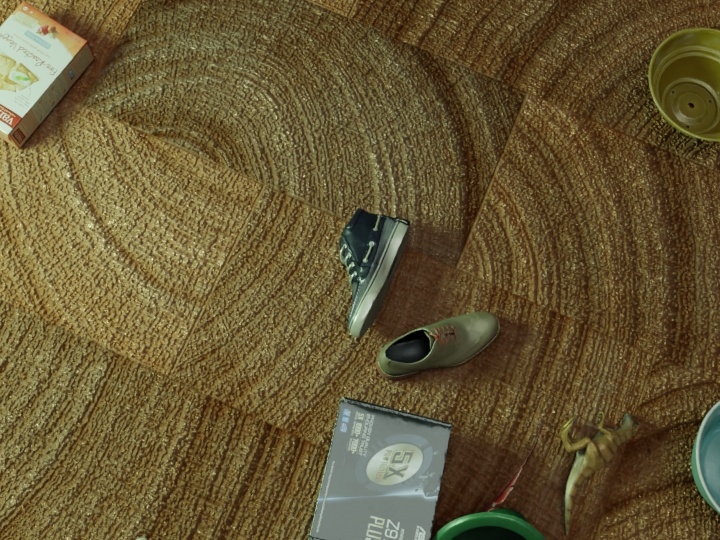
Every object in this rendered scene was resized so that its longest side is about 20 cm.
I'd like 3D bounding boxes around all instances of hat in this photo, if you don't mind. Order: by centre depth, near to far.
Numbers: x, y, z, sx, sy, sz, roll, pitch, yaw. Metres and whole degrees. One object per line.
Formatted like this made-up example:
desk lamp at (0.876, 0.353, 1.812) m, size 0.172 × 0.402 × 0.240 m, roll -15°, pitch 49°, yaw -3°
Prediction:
hat at (0.197, 0.358, 1.260) m, size 0.198 × 0.176 × 0.167 m, roll -24°, pitch 106°, yaw 19°

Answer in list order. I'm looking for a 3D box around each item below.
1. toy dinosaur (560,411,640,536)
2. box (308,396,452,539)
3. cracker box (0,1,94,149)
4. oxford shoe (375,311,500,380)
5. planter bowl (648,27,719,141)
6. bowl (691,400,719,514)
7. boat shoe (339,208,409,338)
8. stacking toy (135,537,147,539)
toy dinosaur at (0.327, 0.267, 1.277) m, size 0.106 × 0.060 × 0.200 m, roll 43°, pitch 76°, yaw 9°
box at (0.027, 0.297, 1.239) m, size 0.162 × 0.086 × 0.203 m, roll 14°, pitch 72°, yaw 1°
cracker box at (-0.542, -0.312, 1.420) m, size 0.133 × 0.058 × 0.201 m, roll 31°, pitch 74°, yaw 8°
oxford shoe at (0.120, 0.108, 1.308) m, size 0.198 × 0.075 × 0.071 m, roll -23°, pitch 74°, yaw -10°
planter bowl at (0.552, -0.285, 1.450) m, size 0.197 × 0.084 × 0.203 m, roll 1°, pitch 72°, yaw -3°
bowl at (0.553, 0.278, 1.260) m, size 0.198 × 0.105 × 0.204 m, roll 1°, pitch 72°, yaw -2°
boat shoe at (0.000, 0.000, 1.346) m, size 0.092 × 0.075 × 0.202 m, roll 20°, pitch 65°, yaw 11°
stacking toy at (-0.236, 0.452, 1.172) m, size 0.198 × 0.146 × 0.148 m, roll 23°, pitch 72°, yaw -12°
